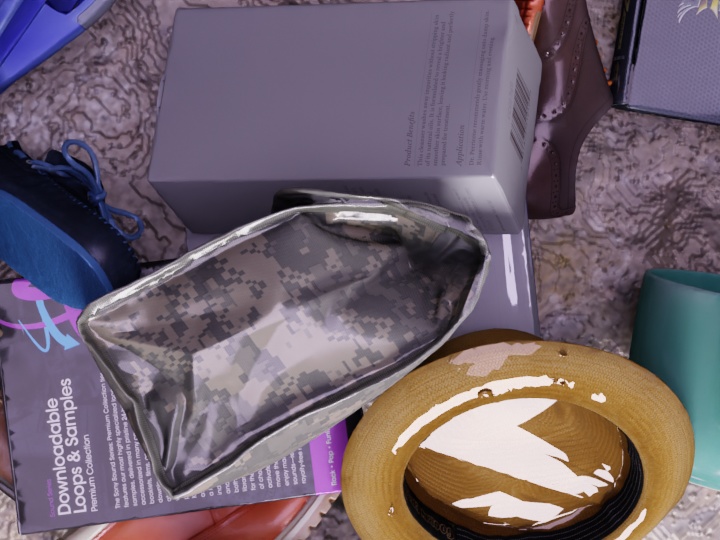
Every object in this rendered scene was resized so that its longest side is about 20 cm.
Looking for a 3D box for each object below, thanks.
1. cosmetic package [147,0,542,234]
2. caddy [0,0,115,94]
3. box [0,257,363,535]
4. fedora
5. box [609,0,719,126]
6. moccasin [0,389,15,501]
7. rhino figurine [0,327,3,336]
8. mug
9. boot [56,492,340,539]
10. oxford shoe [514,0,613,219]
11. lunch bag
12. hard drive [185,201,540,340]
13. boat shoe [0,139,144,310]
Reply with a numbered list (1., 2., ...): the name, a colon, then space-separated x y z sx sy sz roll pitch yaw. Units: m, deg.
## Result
1. cosmetic package: -0.009 -0.083 0.998 0.200 0.081 0.113 2 68 19
2. caddy: -0.176 -0.183 0.995 0.105 0.141 0.200 36 91 -1
3. box: -0.101 0.064 1.013 0.200 0.036 0.143 -7 88 -6
4. fedora: 0.083 0.092 0.994 0.200 0.082 0.201 -5 129 -6
5. box: 0.258 -0.159 1.078 0.200 0.051 0.158 9 95 -6
6. moccasin: -0.235 0.063 1.044 0.201 0.074 0.078 34 77 -3
7. rhino figurine: -0.293 -0.006 0.976 0.200 0.060 0.087 44 84 -1
8. mug: 0.220 0.068 1.030 0.185 0.152 0.115 1 100 -49
9. boot: -0.087 0.136 1.063 0.200 0.075 0.107 -41 92 0
10. oxford shoe: 0.114 -0.129 1.065 0.072 0.071 0.200 9 102 -14
11. lunch bag: -0.032 0.025 0.920 0.200 0.164 0.118 -28 87 -6
12. hard drive: 0.000 0.000 1.050 0.200 0.025 0.132 -5 95 14
13. boat shoe: -0.172 -0.041 0.983 0.069 0.200 0.084 -35 130 -23
